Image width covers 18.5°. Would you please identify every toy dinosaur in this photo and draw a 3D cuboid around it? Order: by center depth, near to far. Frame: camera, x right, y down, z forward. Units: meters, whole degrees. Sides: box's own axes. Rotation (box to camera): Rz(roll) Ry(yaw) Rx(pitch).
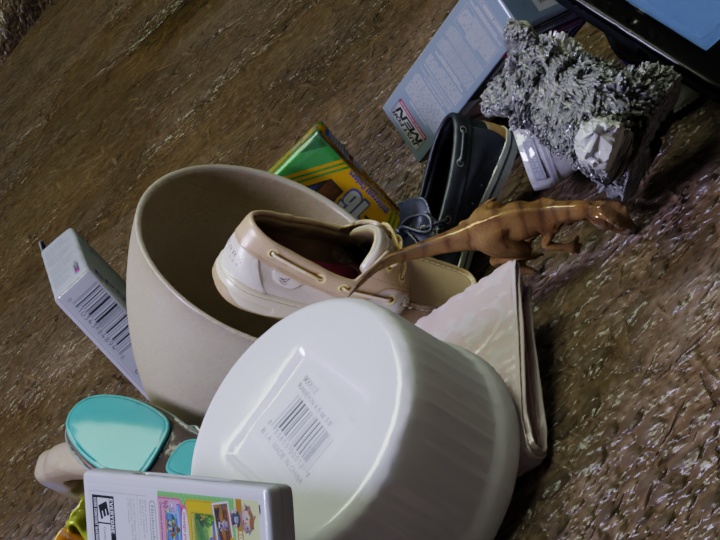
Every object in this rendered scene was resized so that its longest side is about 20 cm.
[{"bbox_3d":[0.085,-0.027,1.514,0.198,0.061,0.106,-15,-9,5],"label":"toy dinosaur"}]

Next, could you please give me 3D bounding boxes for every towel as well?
[{"bbox_3d":[0.035,0.104,1.443,0.199,0.032,0.192,-34,28,24],"label":"towel"}]

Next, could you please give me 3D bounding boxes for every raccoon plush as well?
[{"bbox_3d":[0.133,-0.121,1.468,0.097,0.133,0.200,-63,-14,1],"label":"raccoon plush"}]

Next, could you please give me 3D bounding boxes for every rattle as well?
[{"bbox_3d":[-0.164,0.194,1.628,0.199,0.130,0.143,0,48,41],"label":"rattle"}]

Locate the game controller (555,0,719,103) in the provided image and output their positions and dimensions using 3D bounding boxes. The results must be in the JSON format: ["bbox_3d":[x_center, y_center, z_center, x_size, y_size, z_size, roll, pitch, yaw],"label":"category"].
[{"bbox_3d":[0.216,-0.190,1.536,0.200,0.042,0.104,37,71,26],"label":"game controller"}]

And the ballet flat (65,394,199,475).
[{"bbox_3d":[-0.125,0.139,1.538,0.199,0.064,0.068,13,58,39],"label":"ballet flat"}]

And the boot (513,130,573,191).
[{"bbox_3d":[0.162,-0.113,1.648,0.095,0.074,0.200,-20,17,6],"label":"boot"}]

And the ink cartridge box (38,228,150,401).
[{"bbox_3d":[-0.173,0.055,1.769,0.043,0.197,0.200,-41,19,2],"label":"ink cartridge box"}]

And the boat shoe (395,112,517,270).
[{"bbox_3d":[0.052,-0.027,1.644,0.074,0.062,0.201,-9,55,66],"label":"boat shoe"}]

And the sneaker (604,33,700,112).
[{"bbox_3d":[0.213,-0.198,1.644,0.069,0.100,0.200,-36,20,16],"label":"sneaker"}]

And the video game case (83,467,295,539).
[{"bbox_3d":[-0.095,0.217,1.266,0.022,0.202,0.181,-5,2,-40],"label":"video game case"}]

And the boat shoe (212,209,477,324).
[{"bbox_3d":[0.000,0.000,1.534,0.074,0.198,0.069,-110,36,-45],"label":"boat shoe"}]

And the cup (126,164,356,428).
[{"bbox_3d":[-0.089,0.041,1.612,0.201,0.199,0.144,-73,7,-56],"label":"cup"}]

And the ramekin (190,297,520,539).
[{"bbox_3d":[-0.011,0.115,1.348,0.200,0.098,0.202,-26,46,31],"label":"ramekin"}]

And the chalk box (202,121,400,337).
[{"bbox_3d":[-0.063,-0.003,1.748,0.200,0.124,0.125,-43,7,4],"label":"chalk box"}]

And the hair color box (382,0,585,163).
[{"bbox_3d":[0.104,-0.172,1.743,0.099,0.061,0.200,-26,-14,-32],"label":"hair color box"}]
